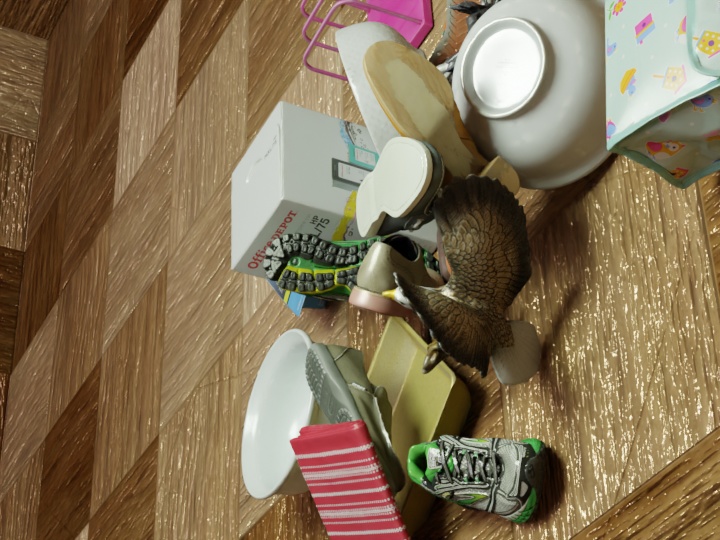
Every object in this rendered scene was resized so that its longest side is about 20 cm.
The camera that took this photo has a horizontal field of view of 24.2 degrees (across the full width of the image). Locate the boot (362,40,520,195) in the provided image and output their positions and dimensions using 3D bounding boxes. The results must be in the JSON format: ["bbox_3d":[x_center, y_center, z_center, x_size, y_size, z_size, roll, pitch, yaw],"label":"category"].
[{"bbox_3d":[0.059,-0.119,1.596,0.071,0.201,0.144,-45,4,-20],"label":"boot"}]

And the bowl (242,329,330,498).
[{"bbox_3d":[-0.060,0.175,1.955,0.201,0.090,0.202,-47,35,50],"label":"bowl"}]

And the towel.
[{"bbox_3d":[0.003,0.247,1.693,0.144,0.022,0.201,-18,95,59],"label":"towel"}]

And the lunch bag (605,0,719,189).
[{"bbox_3d":[0.293,-0.186,1.338,0.200,0.122,0.171,-32,44,48],"label":"lunch bag"}]

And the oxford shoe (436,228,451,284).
[{"bbox_3d":[0.106,-0.073,1.770,0.073,0.071,0.201,144,136,-64],"label":"oxford shoe"}]

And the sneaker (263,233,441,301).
[{"bbox_3d":[0.000,0.000,1.817,0.085,0.199,0.078,38,-117,-80],"label":"sneaker"}]

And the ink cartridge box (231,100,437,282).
[{"bbox_3d":[-0.032,-0.072,1.920,0.147,0.199,0.147,-51,32,45],"label":"ink cartridge box"}]

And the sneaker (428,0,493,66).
[{"bbox_3d":[0.126,-0.264,1.858,0.080,0.071,0.201,-39,-34,-57],"label":"sneaker"}]

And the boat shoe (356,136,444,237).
[{"bbox_3d":[0.049,-0.076,1.557,0.200,0.061,0.073,139,128,-69],"label":"boat shoe"}]

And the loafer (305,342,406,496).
[{"bbox_3d":[0.007,0.150,1.735,0.075,0.069,0.201,107,146,-47],"label":"loafer"}]

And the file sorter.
[{"bbox_3d":[-0.001,-0.352,2.121,0.139,0.125,0.201,-52,32,44],"label":"file sorter"}]

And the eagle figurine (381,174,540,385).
[{"bbox_3d":[0.093,0.027,1.539,0.200,0.150,0.152,102,147,-65],"label":"eagle figurine"}]

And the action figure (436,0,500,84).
[{"bbox_3d":[0.131,-0.203,1.734,0.102,0.118,0.201,-35,51,47],"label":"action figure"}]

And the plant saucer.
[{"bbox_3d":[0.050,0.169,1.774,0.201,0.048,0.200,-70,24,12],"label":"plant saucer"}]

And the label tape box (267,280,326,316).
[{"bbox_3d":[-0.059,-0.032,2.138,0.200,0.066,0.144,44,117,63],"label":"label tape box"}]

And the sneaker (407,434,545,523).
[{"bbox_3d":[0.108,0.193,1.576,0.200,0.085,0.078,-19,58,63],"label":"sneaker"}]

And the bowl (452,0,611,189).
[{"bbox_3d":[0.157,-0.182,1.582,0.200,0.090,0.202,-8,77,38],"label":"bowl"}]

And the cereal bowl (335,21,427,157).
[{"bbox_3d":[0.046,-0.179,1.803,0.083,0.201,0.201,-22,39,7],"label":"cereal bowl"}]

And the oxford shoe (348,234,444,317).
[{"bbox_3d":[0.049,0.003,1.666,0.200,0.070,0.074,-9,-67,-74],"label":"oxford shoe"}]
